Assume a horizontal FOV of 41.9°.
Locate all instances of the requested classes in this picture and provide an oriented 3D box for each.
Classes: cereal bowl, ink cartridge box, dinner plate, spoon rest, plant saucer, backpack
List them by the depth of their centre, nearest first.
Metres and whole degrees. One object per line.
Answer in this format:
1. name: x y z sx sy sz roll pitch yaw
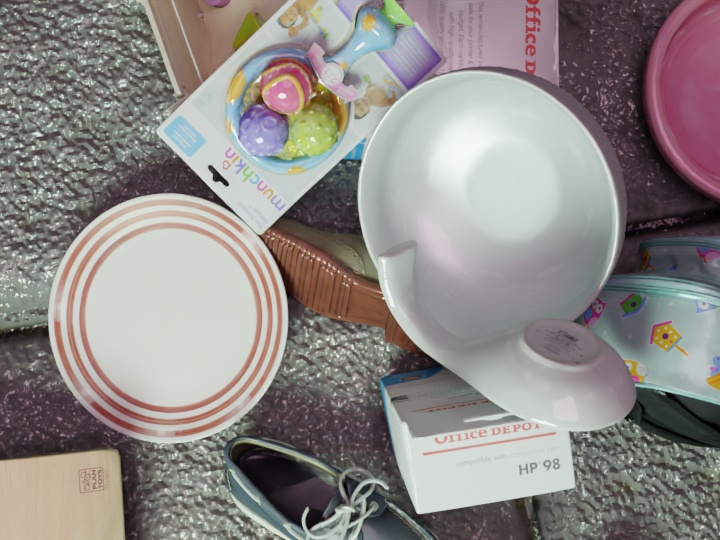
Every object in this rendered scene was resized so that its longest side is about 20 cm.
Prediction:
1. spoon rest: 0.093 0.049 0.637 0.199 0.061 0.099 33 40 34
2. ink cartridge box: 0.083 0.120 0.691 0.114 0.200 0.068 -9 95 -3
3. cereal bowl: 0.102 -0.051 0.694 0.198 0.083 0.203 9 109 27
4. backpack: 0.254 0.056 0.701 0.198 0.175 0.155 11 87 -24
5. dinner plate: -0.156 0.039 0.770 0.197 0.024 0.203 0 90 2
6. ink cartridge box: 0.057 -0.167 0.778 0.197 0.084 0.148 2 85 -3
7. plant saucer: 0.336 -0.149 0.807 0.198 0.051 0.203 0 85 -2

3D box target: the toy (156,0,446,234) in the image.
1. toy: -0.041 -0.127 0.692 0.200 0.047 0.115 -43 110 5

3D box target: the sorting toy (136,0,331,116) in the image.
1. sorting toy: -0.090 -0.246 0.732 0.179 0.107 0.202 -22 86 26

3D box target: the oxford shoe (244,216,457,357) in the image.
1. oxford shoe: 0.000 0.000 0.779 0.198 0.071 0.074 28 55 3

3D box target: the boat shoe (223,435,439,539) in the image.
1. boat shoe: -0.021 0.184 0.720 0.199 0.062 0.075 28 62 23

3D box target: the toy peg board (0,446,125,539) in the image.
1. toy peg board: -0.285 0.246 0.731 0.197 0.098 0.203 -3 85 -19
